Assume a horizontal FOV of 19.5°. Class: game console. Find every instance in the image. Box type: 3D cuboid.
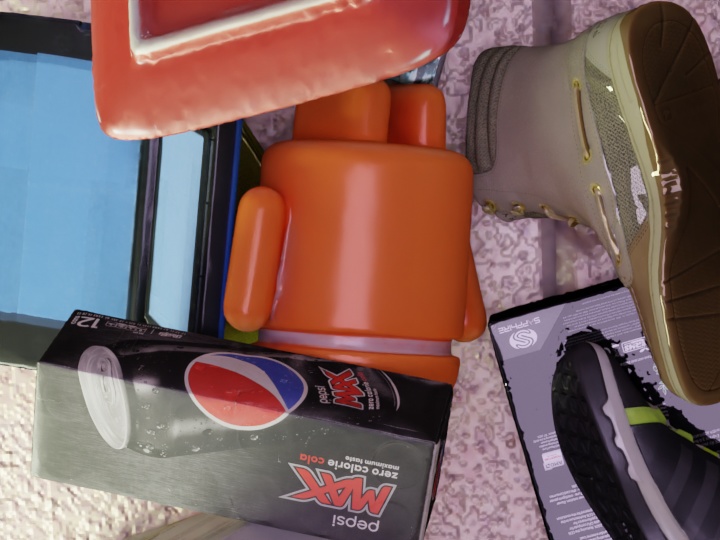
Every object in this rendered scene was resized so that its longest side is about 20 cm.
[{"bbox_3d":[-0.144,-0.029,1.123,0.118,0.171,0.201,1,101,-19],"label":"game console"}]

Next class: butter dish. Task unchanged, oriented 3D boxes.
[{"bbox_3d":[-0.019,-0.159,1.009,0.199,0.148,0.201,-12,73,29],"label":"butter dish"}]

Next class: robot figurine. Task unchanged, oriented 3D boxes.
[{"bbox_3d":[0.002,0.000,1.107,0.116,0.144,0.201,4,89,13],"label":"robot figurine"}]

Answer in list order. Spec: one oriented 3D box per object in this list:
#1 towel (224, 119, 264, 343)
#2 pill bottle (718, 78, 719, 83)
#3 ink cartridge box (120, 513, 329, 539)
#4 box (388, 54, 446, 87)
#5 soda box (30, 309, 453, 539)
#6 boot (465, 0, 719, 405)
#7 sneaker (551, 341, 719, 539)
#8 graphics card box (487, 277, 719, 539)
[{"bbox_3d":[-0.054,0.015,1.176,0.086,0.018,0.200,-31,92,7],"label":"towel"},{"bbox_3d":[0.279,-0.109,1.082,0.200,0.114,0.114,-43,90,7],"label":"pill bottle"},{"bbox_3d":[-0.092,0.213,1.098,0.199,0.147,0.145,-21,92,36],"label":"ink cartridge box"},{"bbox_3d":[-0.034,-0.194,1.144,0.199,0.036,0.145,16,97,5],"label":"box"},{"bbox_3d":[-0.059,0.079,1.036,0.199,0.063,0.071,11,116,6],"label":"soda box"},{"bbox_3d":[0.127,-0.029,1.087,0.072,0.154,0.201,-15,95,-33],"label":"boot"},{"bbox_3d":[0.172,0.118,1.100,0.083,0.072,0.201,-29,93,-16],"label":"sneaker"},{"bbox_3d":[0.155,0.104,1.147,0.125,0.051,0.201,-17,95,7],"label":"graphics card box"}]
